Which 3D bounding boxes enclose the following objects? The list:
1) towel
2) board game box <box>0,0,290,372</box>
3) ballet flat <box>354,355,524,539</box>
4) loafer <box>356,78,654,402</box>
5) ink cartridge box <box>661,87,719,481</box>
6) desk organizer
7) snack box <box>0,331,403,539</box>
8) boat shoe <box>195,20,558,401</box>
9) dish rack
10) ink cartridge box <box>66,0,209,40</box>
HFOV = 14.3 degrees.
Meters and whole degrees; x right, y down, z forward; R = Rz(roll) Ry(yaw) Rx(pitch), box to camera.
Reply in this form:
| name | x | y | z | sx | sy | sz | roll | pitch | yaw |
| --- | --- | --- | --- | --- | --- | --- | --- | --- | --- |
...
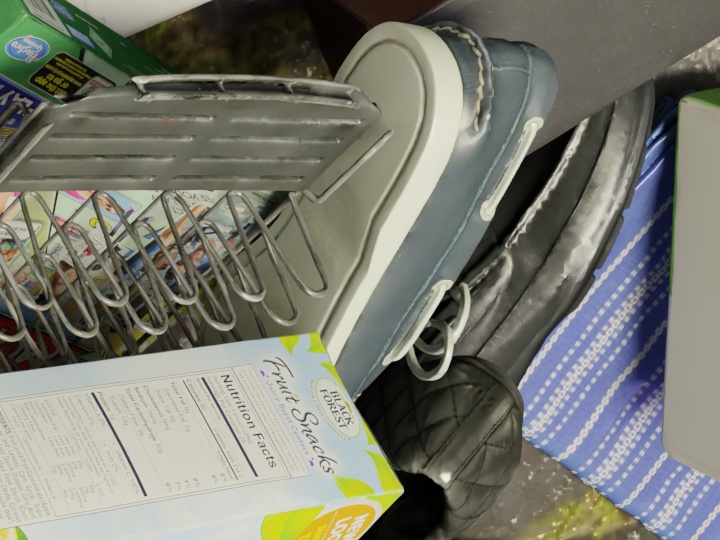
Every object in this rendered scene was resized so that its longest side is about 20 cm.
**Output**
| name | x | y | z | sx | sy | sz | roll | pitch | yaw |
| --- | --- | --- | --- | --- | --- | --- | --- | --- | --- |
| towel | 0.140 | 0.033 | 1.131 | 0.200 | 0.024 | 0.145 | 37 | 94 | -37 |
| board game box | -0.109 | -0.016 | 0.894 | 0.135 | 0.029 | 0.200 | -40 | 154 | 11 |
| ballet flat | -0.013 | 0.090 | 1.004 | 0.057 | 0.066 | 0.200 | -43 | 178 | -44 |
| loafer | 0.038 | 0.003 | 1.028 | 0.070 | 0.068 | 0.201 | 26 | 105 | -14 |
| ink cartridge box | 0.218 | -0.005 | 1.092 | 0.200 | 0.084 | 0.146 | -13 | 113 | -33 |
| desk organizer | 0.083 | -0.115 | 0.989 | 0.200 | 0.077 | 0.072 | -32 | 126 | -12 |
| snack box | -0.113 | 0.099 | 0.861 | 0.200 | 0.068 | 0.169 | -9 | 149 | -41 |
| boat shoe | 0.000 | 0.000 | 0.936 | 0.062 | 0.075 | 0.200 | 1 | 130 | -34 |
| dish rack | -0.081 | 0.013 | 0.865 | 0.153 | 0.055 | 0.200 | -4 | 149 | -46 |
| ink cartridge box | -0.105 | -0.142 | 0.866 | 0.200 | 0.085 | 0.146 | -26 | 124 | -18 |
